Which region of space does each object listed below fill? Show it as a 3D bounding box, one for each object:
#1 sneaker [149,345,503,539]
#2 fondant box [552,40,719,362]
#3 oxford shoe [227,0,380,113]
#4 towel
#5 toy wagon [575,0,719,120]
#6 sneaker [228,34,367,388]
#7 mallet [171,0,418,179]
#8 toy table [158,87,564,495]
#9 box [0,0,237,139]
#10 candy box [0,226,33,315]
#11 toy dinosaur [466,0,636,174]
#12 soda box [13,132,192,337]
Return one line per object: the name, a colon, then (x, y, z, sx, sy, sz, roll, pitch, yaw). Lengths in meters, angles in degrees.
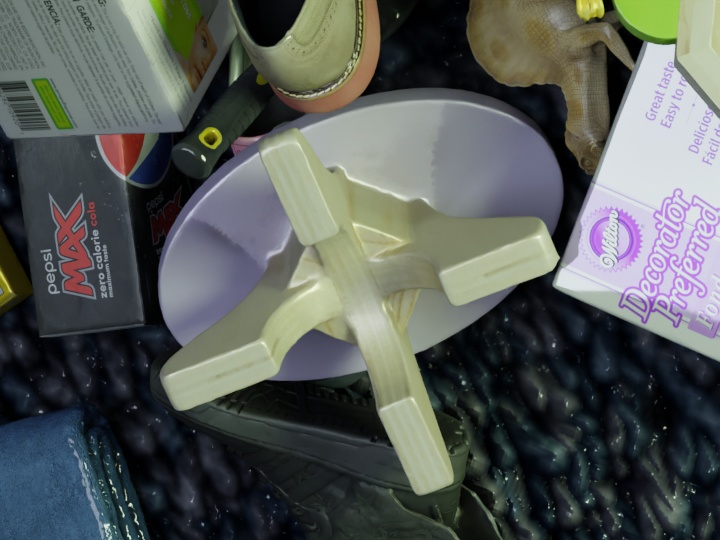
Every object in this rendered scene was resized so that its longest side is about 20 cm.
sneaker: (-0.014, 0.110, 1.452, 0.199, 0.060, 0.104, 15, 120, 18)
fondant box: (0.204, -0.021, 1.319, 0.200, 0.058, 0.145, 24, 105, 16)
oxford shoe: (-0.036, -0.173, 1.317, 0.070, 0.075, 0.200, -19, 69, 15)
towel: (-0.202, 0.145, 1.578, 0.200, 0.049, 0.112, -19, 85, 29)
toy wagon: (0.189, -0.116, 1.254, 0.199, 0.040, 0.156, 5, 84, 5)
sneaker: (-0.037, -0.039, 1.453, 0.070, 0.082, 0.201, -6, 91, 29)
mallet: (-0.028, -0.092, 1.368, 0.066, 0.200, 0.041, 36, 131, -9)
toy table: (0.000, 0.000, 1.375, 0.200, 0.117, 0.184, -33, 110, 11)
box: (-0.108, -0.169, 1.403, 0.101, 0.200, 0.113, -1, 133, 28)
candy box: (-0.258, -0.048, 1.606, 0.102, 0.026, 0.200, -35, 77, 29)
toy dinosaur: (0.085, -0.137, 1.393, 0.101, 0.058, 0.200, -36, 77, 27)
soda box: (-0.132, -0.069, 1.514, 0.071, 0.063, 0.201, -8, 91, 29)
